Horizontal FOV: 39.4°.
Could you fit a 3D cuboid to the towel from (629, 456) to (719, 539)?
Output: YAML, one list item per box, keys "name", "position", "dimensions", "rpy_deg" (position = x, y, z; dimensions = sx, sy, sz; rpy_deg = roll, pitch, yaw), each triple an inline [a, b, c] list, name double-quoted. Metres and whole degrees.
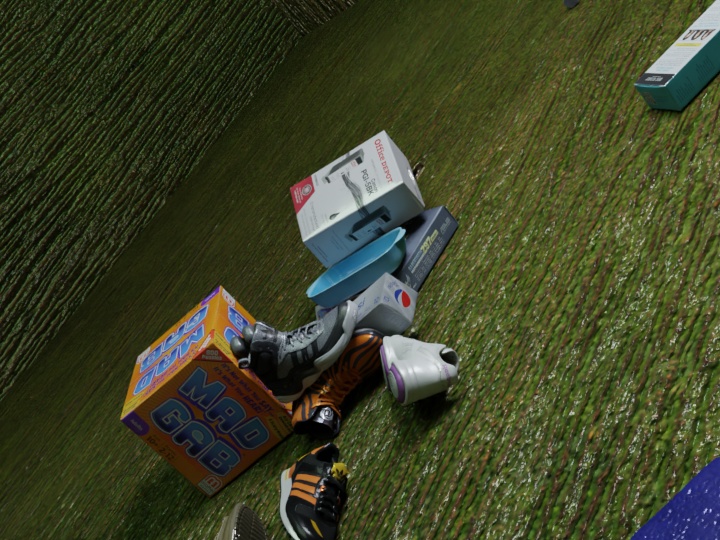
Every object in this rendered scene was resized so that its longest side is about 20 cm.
- name: "towel"
  position: [0.310, 0.226, 0.777]
  dimensions: [0.147, 0.050, 0.200]
  rpy_deg: [-39, 19, -8]

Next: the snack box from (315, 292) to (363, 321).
- name: "snack box"
  position: [-0.005, 0.076, 1.616]
  dimensions: [0.024, 0.073, 0.199]
  rpy_deg: [-2, -9, -39]

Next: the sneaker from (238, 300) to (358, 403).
- name: "sneaker"
  position: [-0.095, 0.102, 1.460]
  dimensions: [0.200, 0.113, 0.076]
  rpy_deg: [-48, 20, 25]

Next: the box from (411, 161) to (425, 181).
- name: "box"
  position: [0.048, -0.106, 1.815]
  dimensions: [0.164, 0.021, 0.200]
  rpy_deg: [-55, 1, -11]

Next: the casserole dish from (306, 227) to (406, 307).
- name: "casserole dish"
  position: [0.000, 0.000, 1.624]
  dimensions: [0.199, 0.039, 0.121]
  rpy_deg: [-31, 14, 25]

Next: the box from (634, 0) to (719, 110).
- name: "box"
  position: [0.501, -0.321, 1.470]
  dimensions: [0.200, 0.049, 0.082]
  rpy_deg: [-45, 20, -4]

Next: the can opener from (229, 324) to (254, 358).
- name: "can opener"
  position: [-0.133, 0.124, 1.594]
  dimensions: [0.053, 0.199, 0.067]
  rpy_deg: [-42, 51, 14]

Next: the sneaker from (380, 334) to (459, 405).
- name: "sneaker"
  position: [0.081, 0.133, 1.373]
  dimensions: [0.098, 0.076, 0.200]
  rpy_deg: [-13, 12, -5]

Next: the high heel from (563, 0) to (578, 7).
- name: "high heel"
  position: [0.494, -0.645, 2.070]
  dimensions: [0.200, 0.071, 0.144]
  rpy_deg: [-37, 26, 42]

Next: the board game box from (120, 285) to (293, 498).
- name: "board game box"
  position: [-0.236, 0.193, 1.627]
  dimensions: [0.199, 0.200, 0.200]
  rpy_deg: [-39, 21, 13]

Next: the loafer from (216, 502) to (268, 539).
- name: "loafer"
  position: [-0.167, 0.386, 1.306]
  dimensions: [0.067, 0.076, 0.201]
  rpy_deg: [-33, 24, 17]

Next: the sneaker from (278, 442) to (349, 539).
- name: "sneaker"
  position: [-0.052, 0.287, 1.290]
  dimensions: [0.090, 0.070, 0.200]
  rpy_deg: [-44, 18, 7]

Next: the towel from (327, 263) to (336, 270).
- name: "towel"
  position: [-0.022, -0.040, 1.815]
  dimensions: [0.201, 0.024, 0.147]
  rpy_deg: [-61, 4, 6]

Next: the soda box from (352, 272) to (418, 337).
- name: "soda box"
  position: [0.001, 0.091, 1.520]
  dimensions: [0.200, 0.063, 0.069]
  rpy_deg: [-43, 23, 39]

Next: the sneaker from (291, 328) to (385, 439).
- name: "sneaker"
  position: [-0.029, 0.178, 1.471]
  dimensions: [0.200, 0.077, 0.113]
  rpy_deg: [-47, 21, 28]

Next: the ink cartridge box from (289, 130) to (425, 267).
- name: "ink cartridge box"
  position: [-0.008, -0.122, 1.698]
  dimensions: [0.199, 0.083, 0.148]
  rpy_deg: [-30, 45, 13]

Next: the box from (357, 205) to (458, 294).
- name: "box"
  position: [0.060, -0.012, 1.690]
  dimensions: [0.157, 0.051, 0.201]
  rpy_deg: [-14, 35, 52]
